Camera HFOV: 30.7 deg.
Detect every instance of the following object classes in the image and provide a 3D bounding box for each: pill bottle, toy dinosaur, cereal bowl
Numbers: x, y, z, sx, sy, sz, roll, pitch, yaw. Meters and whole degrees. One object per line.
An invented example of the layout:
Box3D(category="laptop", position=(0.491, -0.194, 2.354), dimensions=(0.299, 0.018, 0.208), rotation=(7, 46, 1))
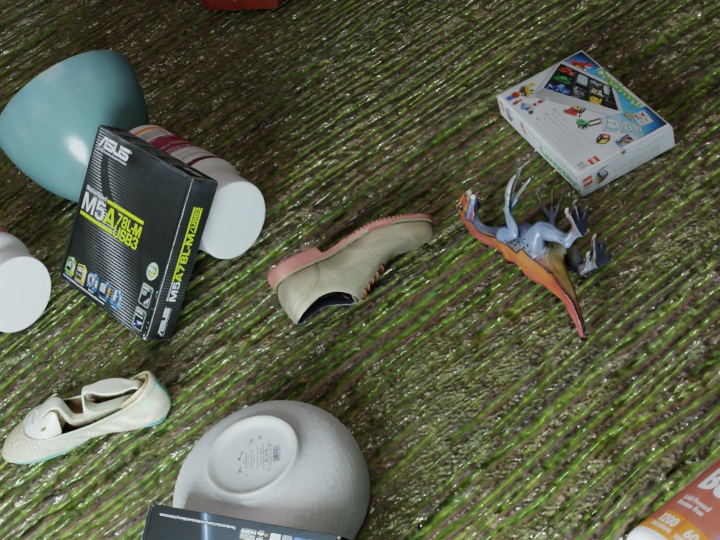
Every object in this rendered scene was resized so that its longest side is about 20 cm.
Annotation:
Box3D(category="pill bottle", position=(-0.470, -0.003, 1.599), dimensions=(0.199, 0.117, 0.116), rotation=(24, 57, 38))
Box3D(category="pill bottle", position=(-0.211, -0.094, 1.590), dimensions=(0.114, 0.115, 0.199), rotation=(-41, 45, -22))
Box3D(category="pill bottle", position=(0.321, 0.202, 1.062), dimensions=(0.199, 0.113, 0.112), rotation=(-35, 43, -15))
Box3D(category="toy dinosaur", position=(0.168, -0.033, 1.398), dimensions=(0.180, 0.105, 0.202), rotation=(-9, 51, 44))
Box3D(category="cereal bowl", position=(-0.093, 0.201, 1.256), dimensions=(0.197, 0.084, 0.202), rotation=(-12, 42, 11))

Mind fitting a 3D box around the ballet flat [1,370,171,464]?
Box3D(category="ballet flat", position=(-0.301, 0.150, 1.409), dimensions=(0.197, 0.063, 0.068), rotation=(-18, 41, 4))

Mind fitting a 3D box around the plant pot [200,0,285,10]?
Box3D(category="plant pot", position=(-0.174, -0.501, 1.956), dimensions=(0.197, 0.201, 0.178), rotation=(4, 57, 26))

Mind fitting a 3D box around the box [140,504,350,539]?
Box3D(category="box", position=(-0.110, 0.299, 1.141), dimensions=(0.197, 0.043, 0.163), rotation=(5, 73, 26))

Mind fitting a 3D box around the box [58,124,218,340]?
Box3D(category="box", position=(-0.262, -0.046, 1.525), dimensions=(0.047, 0.196, 0.199), rotation=(3, 20, -46))

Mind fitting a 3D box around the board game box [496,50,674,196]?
Box3D(category="board game box", position=(0.261, -0.177, 1.545), dimensions=(0.125, 0.035, 0.201), rotation=(-28, 42, -6))

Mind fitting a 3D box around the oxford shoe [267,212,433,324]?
Box3D(category="oxford shoe", position=(0.000, 0.000, 1.458), dimensions=(0.198, 0.071, 0.075), rotation=(-25, 68, -6))

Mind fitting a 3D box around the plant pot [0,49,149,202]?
Box3D(category="plant pot", position=(-0.348, -0.164, 1.687), dimensions=(0.199, 0.200, 0.136), rotation=(-32, 76, -13))
